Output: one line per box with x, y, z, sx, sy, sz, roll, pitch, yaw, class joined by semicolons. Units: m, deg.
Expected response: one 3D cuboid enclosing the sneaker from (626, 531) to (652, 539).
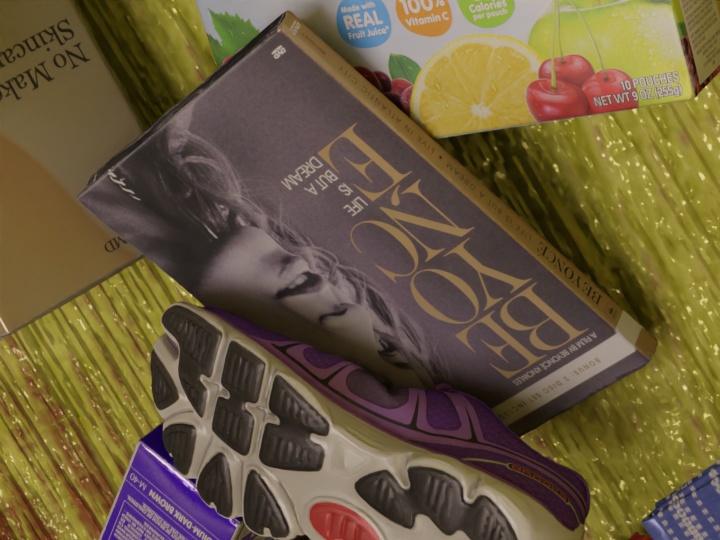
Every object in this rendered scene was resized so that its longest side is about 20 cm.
0.088;0.185;1.058;0.077;0.073;0.200;41;138;-9;sneaker

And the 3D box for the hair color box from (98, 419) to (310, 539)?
-0.074;0.137;1.120;0.065;0.109;0.201;38;131;14;hair color box

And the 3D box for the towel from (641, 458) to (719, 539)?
0.203;0.099;0.856;0.200;0.024;0.145;-39;83;42;towel

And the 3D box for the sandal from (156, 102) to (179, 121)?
-0.015;-0.017;1.033;0.202;0.050;0.083;23;125;24;sandal

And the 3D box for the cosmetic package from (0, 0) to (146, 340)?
-0.167;-0.078;1.061;0.201;0.105;0.071;59;158;-4;cosmetic package

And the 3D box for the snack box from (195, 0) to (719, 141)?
0.028;-0.124;0.934;0.199;0.053;0.143;-7;109;32;snack box

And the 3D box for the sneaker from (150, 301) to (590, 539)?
0.001;0.072;1.001;0.199;0.083;0.081;28;121;21;sneaker

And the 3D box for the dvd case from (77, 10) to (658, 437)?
0.000;0.000;0.993;0.200;0.016;0.148;41;136;-15;dvd case
